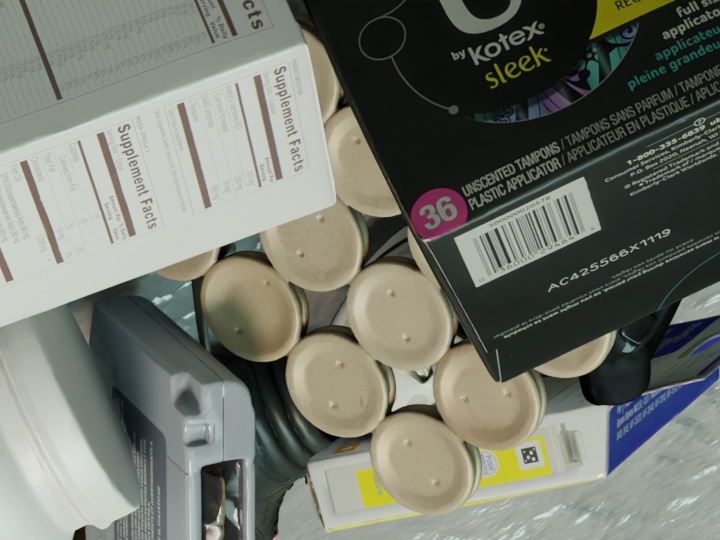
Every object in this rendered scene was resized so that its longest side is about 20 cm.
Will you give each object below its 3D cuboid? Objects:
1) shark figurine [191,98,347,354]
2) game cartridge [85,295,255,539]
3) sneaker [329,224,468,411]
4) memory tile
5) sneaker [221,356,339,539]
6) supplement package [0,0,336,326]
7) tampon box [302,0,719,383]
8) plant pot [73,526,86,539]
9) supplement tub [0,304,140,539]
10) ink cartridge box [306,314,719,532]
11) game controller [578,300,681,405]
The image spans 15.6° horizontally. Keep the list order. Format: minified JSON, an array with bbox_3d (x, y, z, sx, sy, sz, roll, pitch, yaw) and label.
[{"bbox_3d":[-0.001,-0.038,1.130,0.214,0.090,0.128,-30,149,8],"label":"shark figurine"},{"bbox_3d":[-0.088,0.119,1.195,0.042,0.133,0.200,-7,112,-21],"label":"game cartridge"},{"bbox_3d":[0.034,0.013,1.164,0.200,0.076,0.115,-43,177,28],"label":"sneaker"},{"bbox_3d":[0.000,0.000,1.101,0.153,0.200,0.017,-51,173,36],"label":"memory tile"},{"bbox_3d":[-0.046,0.105,1.348,0.099,0.071,0.200,-19,147,3],"label":"sneaker"},{"bbox_3d":[-0.123,-0.060,0.972,0.200,0.114,0.110,-20,150,-6],"label":"supplement package"},{"bbox_3d":[0.064,-0.092,0.965,0.150,0.200,0.126,-26,151,2],"label":"tampon box"},{"bbox_3d":[-0.172,0.219,1.317,0.187,0.200,0.187,-18,151,-10],"label":"plant pot"},{"bbox_3d":[-0.210,0.087,1.127,0.200,0.140,0.140,-25,151,2],"label":"supplement tub"},{"bbox_3d":[0.102,0.067,1.276,0.200,0.047,0.198,-10,-174,25],"label":"ink cartridge box"},{"bbox_3d":[0.142,-0.036,1.150,0.200,0.042,0.104,-60,167,-21],"label":"game controller"}]
